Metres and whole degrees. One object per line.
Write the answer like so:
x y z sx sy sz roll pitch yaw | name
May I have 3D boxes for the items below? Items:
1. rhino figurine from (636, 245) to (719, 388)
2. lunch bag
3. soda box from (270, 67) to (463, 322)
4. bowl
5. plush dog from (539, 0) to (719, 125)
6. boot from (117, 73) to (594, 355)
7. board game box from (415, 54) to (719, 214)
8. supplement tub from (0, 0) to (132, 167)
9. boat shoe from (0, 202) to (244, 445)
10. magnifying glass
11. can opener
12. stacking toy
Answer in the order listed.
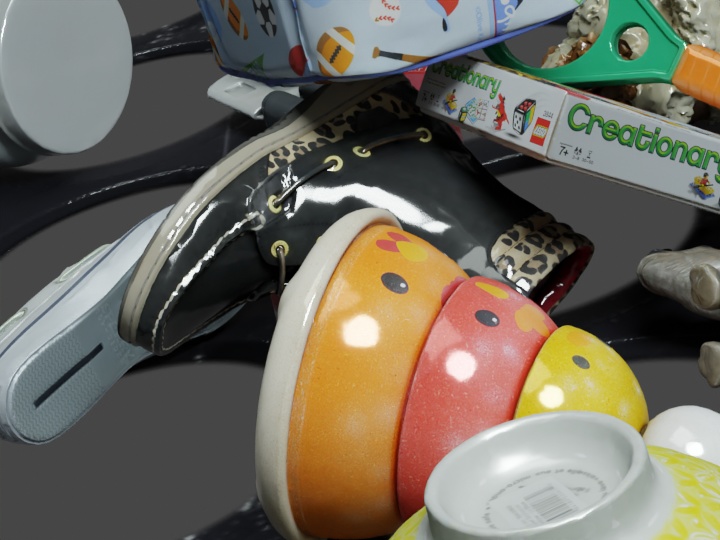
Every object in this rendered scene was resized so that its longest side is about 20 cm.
0.187 0.020 1.016 0.087 0.060 0.200 -5 17 -25 | rhino figurine
0.013 -0.146 1.134 0.160 0.076 0.200 -22 18 -20 | lunch bag
0.004 -0.042 1.255 0.063 0.070 0.200 -4 28 18 | soda box
0.073 0.115 0.828 0.200 0.108 0.200 -14 25 6 | bowl
0.170 -0.119 1.279 0.172 0.161 0.200 -32 -1 3 | plush dog
0.000 0.000 1.094 0.151 0.073 0.200 38 56 17 | boot
0.141 -0.055 1.105 0.200 0.035 0.126 15 7 -29 | board game box
-0.265 -0.139 1.556 0.200 0.141 0.140 4 31 37 | supplement tub
-0.131 0.014 1.218 0.067 0.074 0.200 13 38 44 | boat shoe
0.144 -0.110 1.173 0.200 0.080 0.022 27 4 26 | magnifying glass
-0.039 -0.115 1.447 0.053 0.067 0.200 -27 26 -21 | can opener
0.068 0.062 0.965 0.200 0.146 0.146 12 33 17 | stacking toy
